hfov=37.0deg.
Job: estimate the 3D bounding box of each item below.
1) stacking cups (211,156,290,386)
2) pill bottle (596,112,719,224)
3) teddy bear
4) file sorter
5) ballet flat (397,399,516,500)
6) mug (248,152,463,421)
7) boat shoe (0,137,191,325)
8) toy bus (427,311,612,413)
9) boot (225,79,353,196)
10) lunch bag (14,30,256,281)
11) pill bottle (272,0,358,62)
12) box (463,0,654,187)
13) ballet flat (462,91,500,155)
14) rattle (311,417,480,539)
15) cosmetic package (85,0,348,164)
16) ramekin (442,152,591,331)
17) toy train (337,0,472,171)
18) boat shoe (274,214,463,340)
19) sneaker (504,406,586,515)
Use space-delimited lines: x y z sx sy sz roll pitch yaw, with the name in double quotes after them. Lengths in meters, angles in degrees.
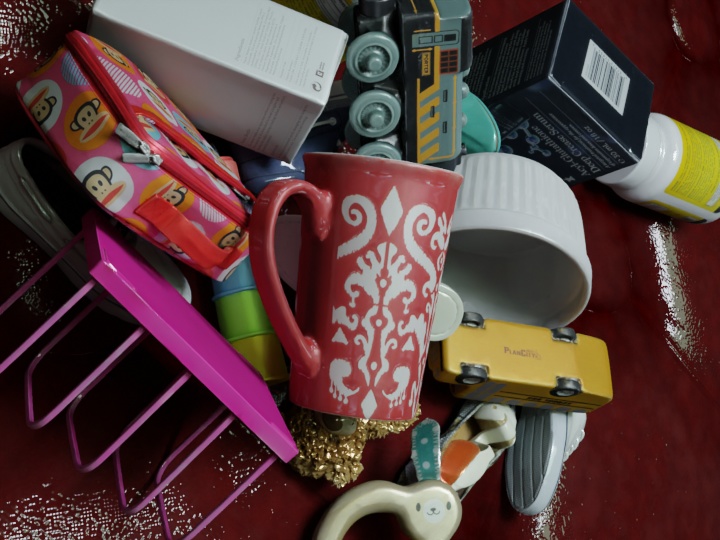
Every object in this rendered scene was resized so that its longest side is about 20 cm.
-0.112 0.003 0.939 0.060 0.060 0.202 -6 77 -42 "stacking cups"
0.384 -0.133 1.365 0.198 0.114 0.116 14 69 -38 "pill bottle"
-0.003 0.099 0.992 0.199 0.066 0.146 -34 98 -42 "teddy bear"
-0.167 0.082 0.787 0.125 0.139 0.200 -42 114 -1 "file sorter"
0.117 0.175 1.074 0.200 0.072 0.073 -38 103 -41 "ballet flat"
-0.015 0.011 0.878 0.175 0.133 0.203 7 92 -14 "mug"
-0.206 -0.026 0.851 0.199 0.065 0.074 39 55 -26 "boat shoe"
0.156 0.094 1.072 0.198 0.078 0.066 9 64 -21 "toy bus"
-0.041 -0.126 1.026 0.198 0.072 0.091 -16 89 -33 "boot"
-0.155 -0.073 0.816 0.177 0.082 0.200 52 6 30 "lunch bag"
-0.008 -0.266 1.003 0.112 0.199 0.114 13 69 -38 "pill bottle"
0.182 -0.168 1.140 0.148 0.199 0.108 34 58 -27 "box"
0.067 -0.171 1.089 0.070 0.068 0.201 -2 40 -29 "ballet flat"
0.045 0.217 0.923 0.200 0.143 0.130 -43 76 -13 "rattle"
-0.125 -0.177 0.895 0.198 0.113 0.082 22 63 -13 "cosmetic package"
0.128 -0.026 1.061 0.199 0.199 0.106 31 50 -30 "ramekin"
0.042 -0.158 0.950 0.086 0.112 0.202 -101 -174 -51 "toy train"
-0.001 0.003 0.980 0.200 0.060 0.073 25 101 -16 "boat shoe"
0.209 0.171 1.152 0.070 0.073 0.202 32 58 -26 "sneaker"
